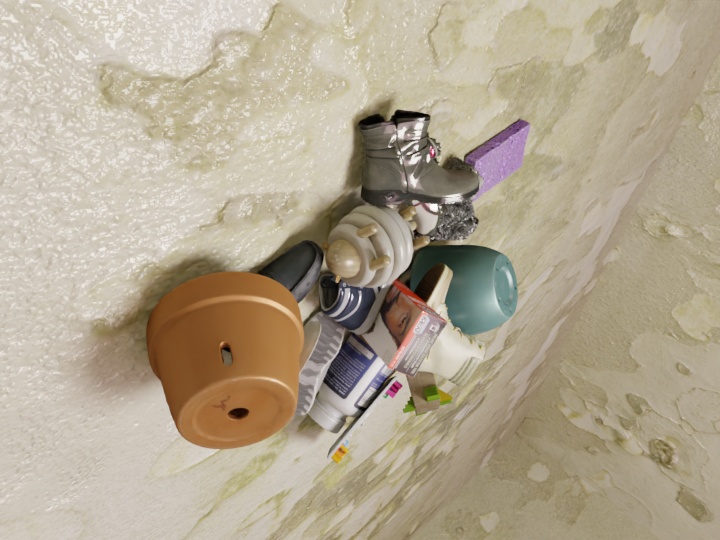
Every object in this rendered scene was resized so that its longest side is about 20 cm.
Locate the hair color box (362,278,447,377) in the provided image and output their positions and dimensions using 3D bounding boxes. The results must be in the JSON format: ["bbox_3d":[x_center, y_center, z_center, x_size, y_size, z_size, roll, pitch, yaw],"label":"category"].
[{"bbox_3d":[0.054,0.082,0.920,0.064,0.200,0.111,26,99,-32],"label":"hair color box"}]

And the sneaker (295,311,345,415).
[{"bbox_3d":[-0.087,0.155,0.949,0.082,0.075,0.201,-75,-169,-81],"label":"sneaker"}]

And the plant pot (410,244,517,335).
[{"bbox_3d":[0.220,0.039,1.063,0.200,0.161,0.201,13,74,-52],"label":"plant pot"}]

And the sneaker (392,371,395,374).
[{"bbox_3d":[0.073,0.197,1.188,0.200,0.073,0.077,-42,151,-18],"label":"sneaker"}]

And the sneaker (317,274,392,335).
[{"bbox_3d":[0.000,0.000,0.892,0.108,0.070,0.201,30,77,-37],"label":"sneaker"}]

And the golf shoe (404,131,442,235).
[{"bbox_3d":[0.086,-0.137,0.886,0.088,0.077,0.200,-24,132,-14],"label":"golf shoe"}]

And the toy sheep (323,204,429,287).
[{"bbox_3d":[0.025,-0.041,0.808,0.200,0.138,0.138,-21,136,-41],"label":"toy sheep"}]

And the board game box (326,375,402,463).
[{"bbox_3d":[0.009,0.305,1.085,0.200,0.026,0.200,-48,172,-11],"label":"board game box"}]

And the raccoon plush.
[{"bbox_3d":[0.152,-0.118,0.977,0.200,0.097,0.134,-37,138,-27],"label":"raccoon plush"}]

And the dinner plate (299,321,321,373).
[{"bbox_3d":[-0.130,0.156,0.810,0.200,0.024,0.200,-50,-167,16],"label":"dinner plate"}]

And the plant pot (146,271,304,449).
[{"bbox_3d":[-0.158,0.122,0.649,0.199,0.140,0.201,-11,134,-12],"label":"plant pot"}]

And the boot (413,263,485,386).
[{"bbox_3d":[0.162,0.101,0.962,0.154,0.072,0.201,22,91,-15],"label":"boot"}]

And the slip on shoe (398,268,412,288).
[{"bbox_3d":[0.084,0.094,1.111,0.076,0.061,0.200,9,113,-57],"label":"slip on shoe"}]

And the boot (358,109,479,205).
[{"bbox_3d":[0.094,-0.168,0.779,0.199,0.068,0.131,-6,121,-15],"label":"boot"}]

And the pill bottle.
[{"bbox_3d":[-0.017,0.217,1.042,0.200,0.111,0.111,-53,150,-3],"label":"pill bottle"}]

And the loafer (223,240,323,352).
[{"bbox_3d":[-0.131,0.033,0.743,0.201,0.068,0.070,-47,157,-7],"label":"loafer"}]

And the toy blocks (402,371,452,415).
[{"bbox_3d":[0.119,0.212,1.075,0.100,0.137,0.200,-15,157,1],"label":"toy blocks"}]

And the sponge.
[{"bbox_3d":[0.283,-0.228,1.103,0.200,0.030,0.112,-35,145,-29],"label":"sponge"}]
